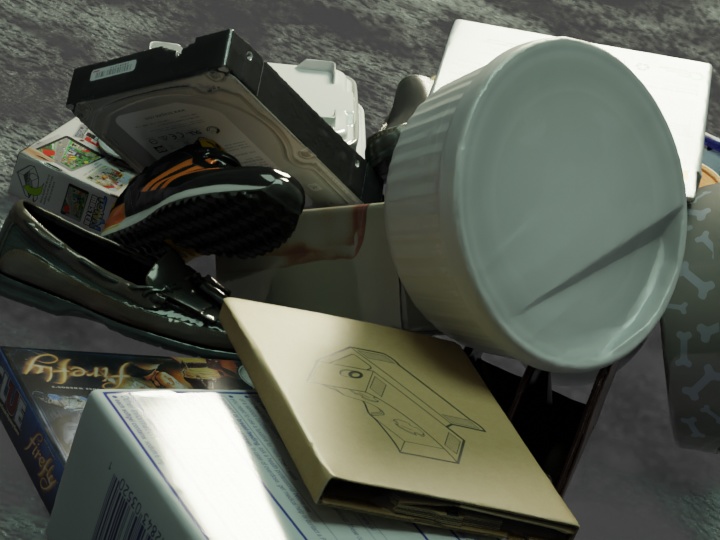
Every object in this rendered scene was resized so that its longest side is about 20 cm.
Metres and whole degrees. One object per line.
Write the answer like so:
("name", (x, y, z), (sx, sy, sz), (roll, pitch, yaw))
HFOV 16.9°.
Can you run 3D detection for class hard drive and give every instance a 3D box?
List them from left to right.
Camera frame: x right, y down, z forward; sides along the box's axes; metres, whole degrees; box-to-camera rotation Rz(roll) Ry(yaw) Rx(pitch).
("hard drive", (-0.092, -0.086, 1.681), (0.200, 0.139, 0.038), (43, 47, -46))

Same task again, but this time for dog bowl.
("dog bowl", (0.245, 0.036, 1.719), (0.058, 0.202, 0.200), (-4, 22, 9))

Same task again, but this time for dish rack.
("dish rack", (-0.092, -0.125, 1.823), (0.198, 0.044, 0.172), (6, 24, -4))

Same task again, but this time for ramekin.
("ramekin", (0.103, -0.037, 1.499), (0.201, 0.204, 0.094), (-1, -3, -39))

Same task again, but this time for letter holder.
("letter holder", (0.118, 0.063, 1.608), (0.100, 0.143, 0.200), (23, 24, 7))

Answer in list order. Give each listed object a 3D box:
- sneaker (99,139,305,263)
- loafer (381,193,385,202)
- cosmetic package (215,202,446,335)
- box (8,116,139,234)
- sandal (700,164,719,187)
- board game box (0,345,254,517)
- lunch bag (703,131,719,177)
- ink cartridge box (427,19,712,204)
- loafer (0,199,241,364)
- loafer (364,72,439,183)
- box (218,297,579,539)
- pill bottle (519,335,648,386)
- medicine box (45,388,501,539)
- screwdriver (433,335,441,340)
("sneaker", (-0.103, -0.056, 1.602), (0.070, 0.199, 0.091), (34, 60, -28))
("loafer", (-0.034, -0.045, 1.823), (0.073, 0.071, 0.200), (-21, 32, -13))
("cosmetic package", (0.000, 0.000, 1.601), (0.103, 0.088, 0.199), (-2, 0, -40))
("box", (-0.171, -0.080, 1.809), (0.109, 0.035, 0.200), (25, 24, 9))
("sandal", (0.187, -0.085, 1.777), (0.205, 0.059, 0.080), (19, 53, -15))
("board game box", (-0.114, 0.101, 1.477), (0.199, 0.035, 0.136), (5, 29, -32))
("lunch bag", (0.232, -0.070, 1.922), (0.199, 0.125, 0.170), (24, -1, -12))
("ink cartridge box", (0.144, -0.101, 1.706), (0.198, 0.041, 0.200), (11, 34, 6))
("loafer", (-0.147, 0.008, 1.582), (0.198, 0.063, 0.072), (16, 12, 5))
("loafer", (0.041, -0.108, 1.796), (0.072, 0.073, 0.200), (-16, 1, 14))
("box", (0.018, 0.084, 1.381), (0.162, 0.021, 0.200), (13, 24, -27))
("pill bottle", (0.136, -0.008, 1.809), (0.112, 0.113, 0.200), (9, 26, -23))
("medicine box", (-0.042, 0.156, 1.336), (0.199, 0.104, 0.182), (3, 29, -35))
("screwdriver", (0.005, 0.028, 1.693), (0.029, 0.028, 0.200), (-33, 36, -19))
